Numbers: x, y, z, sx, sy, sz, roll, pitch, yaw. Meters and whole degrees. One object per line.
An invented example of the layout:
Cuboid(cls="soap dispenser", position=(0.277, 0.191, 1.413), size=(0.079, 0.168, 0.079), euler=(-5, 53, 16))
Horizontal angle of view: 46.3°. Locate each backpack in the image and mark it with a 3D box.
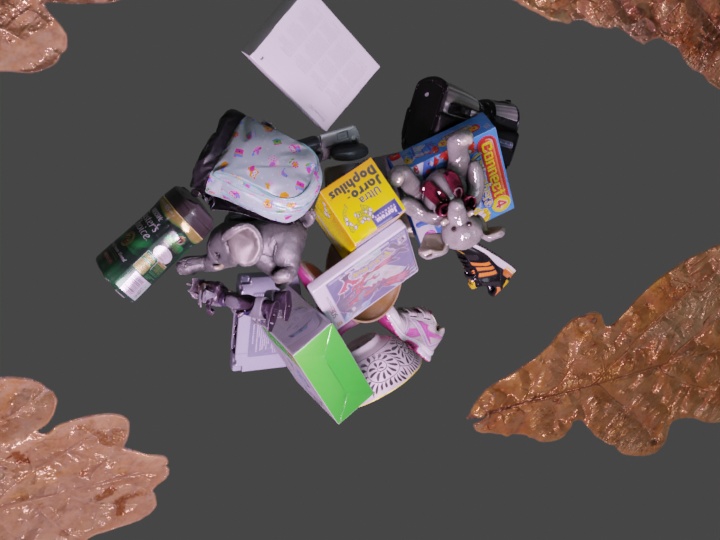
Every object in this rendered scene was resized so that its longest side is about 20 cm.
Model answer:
Cuboid(cls="backpack", position=(-0.162, -0.161, 1.389), size=(0.198, 0.127, 0.168), euler=(27, 73, -3))

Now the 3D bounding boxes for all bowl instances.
Cuboid(cls="bowl", position=(0.016, 0.187, 1.701), size=(0.200, 0.201, 0.095), euler=(-32, 100, -12))

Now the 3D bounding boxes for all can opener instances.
Cuboid(cls="can opener", position=(-0.084, -0.212, 1.510), size=(0.198, 0.067, 0.053), euler=(-17, 122, -16))

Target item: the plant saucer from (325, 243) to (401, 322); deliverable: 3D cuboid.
Cuboid(cls="plant saucer", position=(0.000, 0.000, 1.637), size=(0.199, 0.035, 0.203), euler=(1, 88, -41))

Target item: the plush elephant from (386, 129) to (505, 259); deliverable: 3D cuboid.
Cuboid(cls="plush elephant", position=(0.157, -0.104, 1.442), size=(0.163, 0.155, 0.201), euler=(-24, 133, -2))

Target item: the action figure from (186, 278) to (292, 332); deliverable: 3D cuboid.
Cuboid(cls="action figure", position=(-0.224, 0.055, 1.489), size=(0.130, 0.198, 0.070), euler=(-2, 102, -64))

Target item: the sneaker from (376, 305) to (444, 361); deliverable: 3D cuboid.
Cuboid(cls="sneaker", position=(0.105, 0.107, 1.763), size=(0.089, 0.081, 0.200), euler=(-52, 133, -3))

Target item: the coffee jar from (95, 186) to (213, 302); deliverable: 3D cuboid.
Cuboid(cls="coffee jar", position=(-0.343, -0.049, 1.416), size=(0.200, 0.104, 0.085), euler=(-43, 129, -5))

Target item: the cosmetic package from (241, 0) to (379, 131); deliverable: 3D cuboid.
Cuboid(cls="cosmetic package", position=(-0.082, -0.362, 1.443), size=(0.151, 0.052, 0.200), euler=(-50, 127, -2))

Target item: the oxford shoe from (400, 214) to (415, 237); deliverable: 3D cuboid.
Cuboid(cls="oxford shoe", position=(0.118, -0.100, 1.659), size=(0.198, 0.074, 0.072), euler=(-11, 103, -28))

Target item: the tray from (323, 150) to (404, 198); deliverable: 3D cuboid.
Cuboid(cls="tray", position=(0.019, -0.167, 1.612), size=(0.198, 0.022, 0.108), euler=(-15, 120, -23))

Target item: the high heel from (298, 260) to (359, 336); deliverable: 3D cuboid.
Cuboid(cls="high heel", position=(-0.090, 0.063, 1.643), size=(0.095, 0.068, 0.200), euler=(-30, 132, 14))

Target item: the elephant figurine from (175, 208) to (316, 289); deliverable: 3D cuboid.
Cuboid(cls="elephant figurine", position=(-0.204, -0.050, 1.488), size=(0.198, 0.141, 0.157), euler=(18, 75, -18))

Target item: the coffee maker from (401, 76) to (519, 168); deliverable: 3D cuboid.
Cuboid(cls="coffee maker", position=(0.185, -0.254, 1.609), size=(0.198, 0.135, 0.193), euler=(12, 122, -31))

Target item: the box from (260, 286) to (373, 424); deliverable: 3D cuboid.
Cuboid(cls="box", position=(-0.087, 0.153, 1.569), size=(0.096, 0.176, 0.201), euler=(-39, 128, -13))

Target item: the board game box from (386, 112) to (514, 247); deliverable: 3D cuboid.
Cuboid(cls="board game box", position=(0.169, -0.159, 1.547), size=(0.194, 0.056, 0.201), euler=(-26, 133, -1))

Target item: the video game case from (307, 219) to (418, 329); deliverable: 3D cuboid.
Cuboid(cls="video game case", position=(0.010, 0.013, 1.507), size=(0.199, 0.023, 0.183), euler=(-36, 153, -6))

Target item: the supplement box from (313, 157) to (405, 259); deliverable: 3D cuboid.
Cuboid(cls="supplement box", position=(-0.008, -0.103, 1.478), size=(0.108, 0.200, 0.110), euler=(-35, 89, -10))

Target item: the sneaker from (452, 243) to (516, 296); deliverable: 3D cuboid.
Cuboid(cls="sneaker", position=(0.247, -0.006, 1.786), size=(0.199, 0.070, 0.091), euler=(27, 95, -38))

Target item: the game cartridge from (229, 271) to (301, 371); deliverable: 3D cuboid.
Cuboid(cls="game cartridge", position=(-0.179, 0.096, 1.620), size=(0.132, 0.040, 0.202), euler=(-1, 114, -25))
